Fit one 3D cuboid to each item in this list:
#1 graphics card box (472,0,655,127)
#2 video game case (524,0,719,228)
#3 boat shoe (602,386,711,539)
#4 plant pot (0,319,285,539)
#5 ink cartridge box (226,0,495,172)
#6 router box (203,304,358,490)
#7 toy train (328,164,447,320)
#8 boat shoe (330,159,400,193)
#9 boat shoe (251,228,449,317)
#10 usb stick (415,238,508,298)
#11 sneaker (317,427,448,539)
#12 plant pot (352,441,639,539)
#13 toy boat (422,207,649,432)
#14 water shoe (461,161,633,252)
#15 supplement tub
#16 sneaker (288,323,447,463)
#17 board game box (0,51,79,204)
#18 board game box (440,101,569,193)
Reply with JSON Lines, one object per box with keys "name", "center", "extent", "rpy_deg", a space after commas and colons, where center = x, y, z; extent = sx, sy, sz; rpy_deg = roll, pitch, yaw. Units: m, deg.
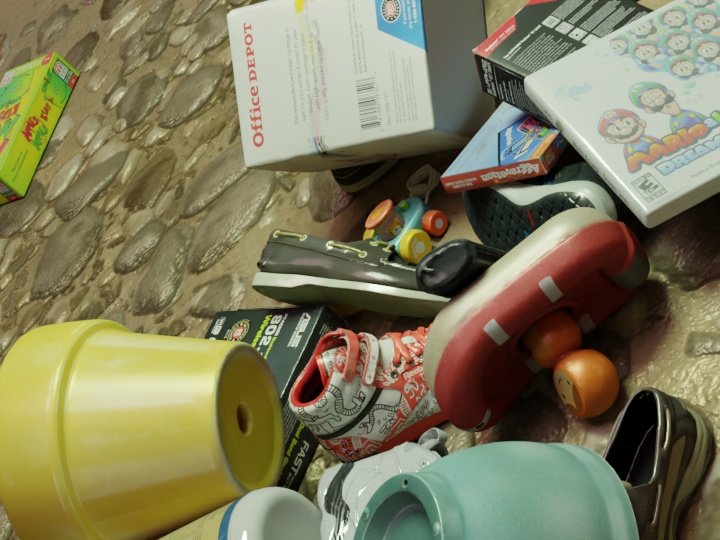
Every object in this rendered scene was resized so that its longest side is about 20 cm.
{"name": "graphics card box", "center": [0.207, -0.165, 1.625], "extent": [0.199, 0.051, 0.125], "rpy_deg": [30, 61, 36]}
{"name": "video game case", "center": [0.257, -0.137, 1.536], "extent": [0.199, 0.024, 0.182], "rpy_deg": [-28, 50, -11]}
{"name": "boat shoe", "center": [0.180, 0.170, 1.364], "extent": [0.074, 0.073, 0.201], "rpy_deg": [-9, 48, 43]}
{"name": "plant pot", "center": [-0.170, 0.134, 1.601], "extent": [0.187, 0.201, 0.202], "rpy_deg": [-9, 46, 22]}
{"name": "ink cartridge box", "center": [0.002, -0.177, 1.789], "extent": [0.198, 0.144, 0.149], "rpy_deg": [-8, 86, 28]}
{"name": "router box", "center": [-0.102, 0.129, 1.740], "extent": [0.149, 0.062, 0.201], "rpy_deg": [-4, 52, 45]}
{"name": "toy train", "center": [-0.013, -0.027, 1.811], "extent": [0.199, 0.056, 0.151], "rpy_deg": [-36, 35, 17]}
{"name": "boat shoe", "center": [0.034, -0.167, 1.894], "extent": [0.201, 0.066, 0.072], "rpy_deg": [-48, 35, 0]}
{"name": "boat shoe", "center": [0.000, 0.000, 1.708], "extent": [0.199, 0.072, 0.061], "rpy_deg": [6, 73, 25]}
{"name": "usb stick", "center": [0.092, 0.002, 1.560], "extent": [0.055, 0.200, 0.033], "rpy_deg": [-37, 76, 13]}
{"name": "sneaker", "center": [0.033, 0.208, 1.491], "extent": [0.114, 0.075, 0.201], "rpy_deg": [-31, 39, 18]}
{"name": "plant pot", "center": [0.075, 0.206, 1.325], "extent": [0.200, 0.133, 0.202], "rpy_deg": [-33, 51, 52]}
{"name": "toy boat", "center": [0.148, 0.057, 1.502], "extent": [0.200, 0.130, 0.131], "rpy_deg": [-39, 63, 9]}
{"name": "water shoe", "center": [0.163, -0.052, 1.643], "extent": [0.078, 0.072, 0.199], "rpy_deg": [-25, 17, -27]}
{"name": "supplement tub", "center": [-0.116, 0.270, 1.533], "extent": [0.199, 0.145, 0.146], "rpy_deg": [-29, 37, 26]}
{"name": "sneaker", "center": [0.036, 0.075, 1.599], "extent": [0.201, 0.108, 0.067], "rpy_deg": [-39, 33, 12]}
{"name": "board game box", "center": [-0.432, -0.173, 2.453], "extent": [0.101, 0.048, 0.201], "rpy_deg": [-14, 45, 40]}
{"name": "board game box", "center": [0.154, -0.133, 1.698], "extent": [0.102, 0.020, 0.200], "rpy_deg": [-12, 26, 38]}
